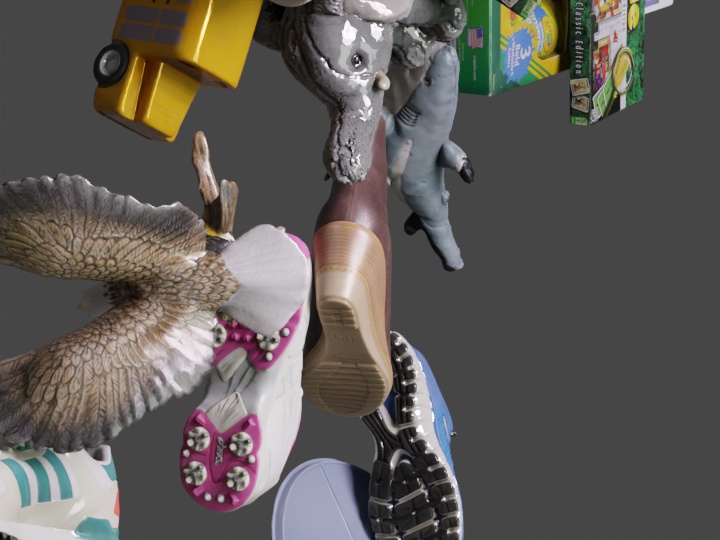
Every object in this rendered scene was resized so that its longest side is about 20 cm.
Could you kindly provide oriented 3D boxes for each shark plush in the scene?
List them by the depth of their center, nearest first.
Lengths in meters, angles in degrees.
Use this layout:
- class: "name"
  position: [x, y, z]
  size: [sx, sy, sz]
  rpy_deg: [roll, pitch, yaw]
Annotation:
- class: "shark plush"
  position: [0.049, -0.083, 1.604]
  size: [0.091, 0.083, 0.202]
  rpy_deg: [-33, 126, -50]

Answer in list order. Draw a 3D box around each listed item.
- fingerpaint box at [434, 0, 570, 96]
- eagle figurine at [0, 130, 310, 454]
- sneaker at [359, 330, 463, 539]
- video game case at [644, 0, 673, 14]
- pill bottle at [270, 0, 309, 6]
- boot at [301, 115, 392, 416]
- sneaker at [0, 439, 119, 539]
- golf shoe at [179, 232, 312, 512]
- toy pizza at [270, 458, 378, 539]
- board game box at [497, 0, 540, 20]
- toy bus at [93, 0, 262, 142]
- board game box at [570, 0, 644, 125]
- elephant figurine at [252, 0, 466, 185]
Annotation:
- class: "fingerpaint box"
  position: [0.121, -0.254, 1.671]
  size: [0.166, 0.073, 0.202]
  rpy_deg: [-22, 117, -51]
- class: "eagle figurine"
  position: [-0.148, 0.014, 1.313]
  size: [0.199, 0.152, 0.151]
  rpy_deg: [-17, 150, -46]
- class: "sneaker"
  position: [0.049, 0.146, 1.640]
  size: [0.089, 0.078, 0.202]
  rpy_deg: [12, 66, -64]
- class: "video game case"
  position: [0.224, -0.290, 1.855]
  size: [0.199, 0.018, 0.144]
  rpy_deg: [-24, 117, -50]
- class: "pill bottle"
  position: [0.012, -0.245, 1.342]
  size: [0.199, 0.113, 0.114]
  rpy_deg: [-33, 125, -35]
- class: "boot"
  position: [0.000, 0.000, 1.570]
  size: [0.201, 0.072, 0.167]
  rpy_deg: [90, 9, -57]
- class: "sneaker"
  position: [-0.222, 0.129, 1.312]
  size: [0.199, 0.070, 0.094]
  rpy_deg: [26, 60, -52]
- class: "golf shoe"
  position: [-0.073, 0.072, 1.501]
  size: [0.091, 0.075, 0.202]
  rpy_deg: [14, 92, -67]
- class: "toy pizza"
  position: [-0.003, 0.239, 1.600]
  size: [0.200, 0.032, 0.201]
  rpy_deg: [35, 38, -33]
- class: "board game box"
  position: [0.052, -0.254, 1.472]
  size: [0.024, 0.199, 0.105]
  rpy_deg: [-56, 178, 29]
- class: "toy bus"
  position: [-0.106, -0.186, 1.367]
  size: [0.065, 0.078, 0.202]
  rpy_deg: [27, 76, -54]
- class: "board game box"
  position: [0.201, -0.227, 1.701]
  size: [0.105, 0.023, 0.202]
  rpy_deg: [-31, 124, -55]
- class: "elephant figurine"
  position: [-0.012, -0.176, 1.444]
  size: [0.200, 0.154, 0.142]
  rpy_deg: [-42, 151, -52]
